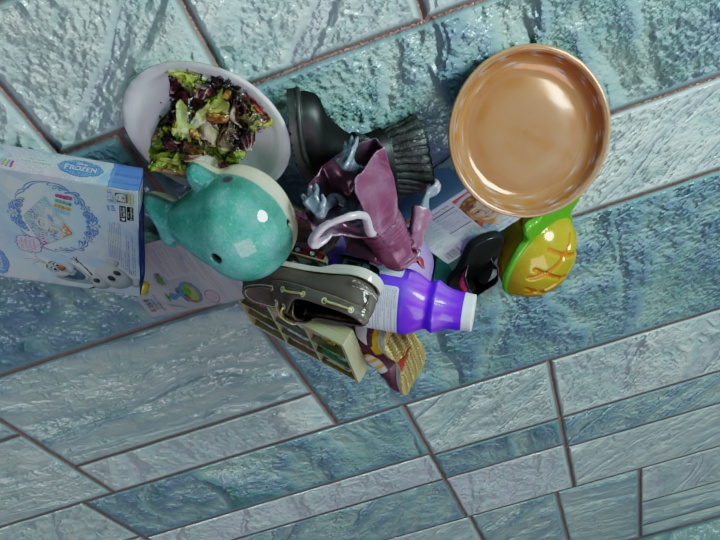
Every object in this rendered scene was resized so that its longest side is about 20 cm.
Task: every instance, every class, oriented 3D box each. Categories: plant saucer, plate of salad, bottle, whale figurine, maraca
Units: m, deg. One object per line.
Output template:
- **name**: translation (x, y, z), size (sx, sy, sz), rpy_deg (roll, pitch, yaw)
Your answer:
- **plant saucer**: translation (0.199, -0.166, 0.987), size (0.196, 0.037, 0.204), rpy_deg (-1, 103, -5)
- **plate of salad**: translation (-0.177, -0.149, 0.932), size (0.196, 0.049, 0.202), rpy_deg (8, 142, 6)
- **bottle**: translation (0.047, 0.037, 1.045), size (0.196, 0.066, 0.085), rpy_deg (9, 125, 11)
- **whale figurine**: translation (-0.171, -0.047, 0.946), size (0.197, 0.104, 0.161), rpy_deg (3, 132, 25)
- **maraca**: translation (0.260, -0.039, 1.188), size (0.136, 0.107, 0.202), rpy_deg (-34, 151, -27)

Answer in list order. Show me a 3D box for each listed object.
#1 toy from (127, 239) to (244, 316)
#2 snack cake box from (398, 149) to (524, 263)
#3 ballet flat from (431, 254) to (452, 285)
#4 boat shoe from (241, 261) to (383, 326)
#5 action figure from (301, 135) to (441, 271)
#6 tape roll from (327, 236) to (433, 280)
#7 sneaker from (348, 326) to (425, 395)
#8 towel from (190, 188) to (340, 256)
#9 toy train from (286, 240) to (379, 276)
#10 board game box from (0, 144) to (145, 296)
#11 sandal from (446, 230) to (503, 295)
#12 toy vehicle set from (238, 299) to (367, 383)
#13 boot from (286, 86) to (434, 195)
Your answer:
- **toy**: translation (-0.243, -0.004, 1.112), size (0.197, 0.048, 0.116), rpy_deg (-14, 123, 32)
- **snack cake box**: translation (0.157, -0.104, 1.108), size (0.199, 0.068, 0.114), rpy_deg (-33, 137, 26)
- **ballet flat**: translation (0.088, -0.004, 1.236), size (0.073, 0.075, 0.200), rpy_deg (-22, 141, 14)
- **boat shoe**: translation (-0.067, 0.032, 0.979), size (0.197, 0.060, 0.072), rpy_deg (2, 150, 31)
- **action figure**: translation (0.030, -0.054, 0.950), size (0.133, 0.150, 0.200), rpy_deg (-28, 131, 17)
- **tape roll**: translation (0.000, 0.000, 1.141), size (0.196, 0.066, 0.201), rpy_deg (13, 148, 8)
- **sneaker**: translation (0.032, 0.107, 1.174), size (0.089, 0.075, 0.201), rpy_deg (23, 156, 27)
- **towel**: translation (-0.131, -0.051, 1.058), size (0.198, 0.023, 0.144), rpy_deg (29, 134, -1)
- **toy train**: translation (-0.070, -0.014, 1.016), size (0.196, 0.046, 0.034), rpy_deg (14, 154, 10)
- **board game box**: translation (-0.365, -0.057, 1.006), size (0.195, 0.044, 0.201), rpy_deg (8, 140, -8)
- **sandal**: translation (0.169, 0.005, 1.186), size (0.074, 0.046, 0.200), rpy_deg (-22, 161, -8)
- **toy vehicle set**: translation (-0.086, 0.079, 1.151), size (0.198, 0.027, 0.125), rpy_deg (26, 157, 25)
- **boot**: translation (0.002, -0.155, 0.986), size (0.155, 0.081, 0.212), rpy_deg (-14, 148, 6)
